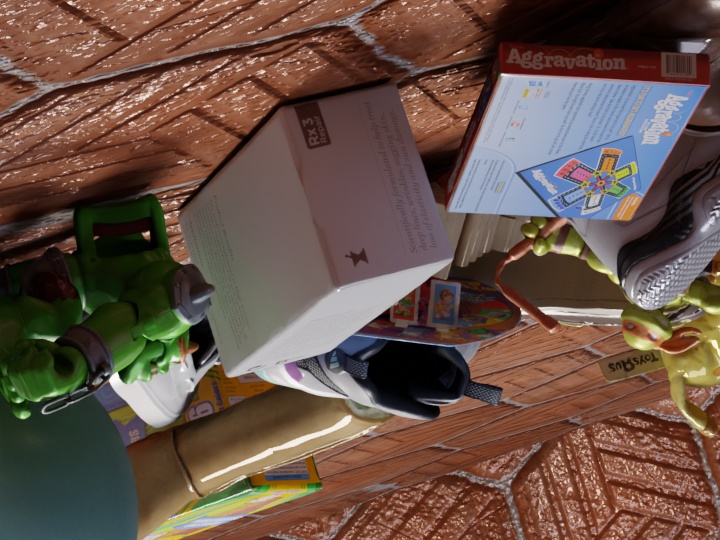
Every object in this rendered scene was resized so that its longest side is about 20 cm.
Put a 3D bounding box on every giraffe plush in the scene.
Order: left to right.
[{"bbox_3d":[0.282,0.005,2.136,0.200,0.173,0.162,-32,168,-35],"label":"giraffe plush"}]

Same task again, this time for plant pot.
[{"bbox_3d":[-0.247,0.135,1.633,0.200,0.201,0.161,-21,166,19],"label":"plant pot"}]

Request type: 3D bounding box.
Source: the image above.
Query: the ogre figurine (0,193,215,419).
[{"bbox_3d":[-0.148,0.020,1.547,0.120,0.098,0.200,-22,178,-15],"label":"ogre figurine"}]

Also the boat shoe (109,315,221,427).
[{"bbox_3d":[-0.123,0.050,1.908,0.068,0.072,0.200,-19,162,4],"label":"boat shoe"}]

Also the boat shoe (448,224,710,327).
[{"bbox_3d":[0.126,0.001,1.862,0.200,0.072,0.060,6,165,31],"label":"boat shoe"}]

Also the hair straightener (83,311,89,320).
[{"bbox_3d":[-0.204,0.028,1.734,0.200,0.041,0.077,-17,151,33],"label":"hair straightener"}]

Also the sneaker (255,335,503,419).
[{"bbox_3d":[0.042,0.057,1.828,0.140,0.078,0.200,17,-165,41],"label":"sneaker"}]

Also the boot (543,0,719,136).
[{"bbox_3d":[0.202,-0.131,1.462,0.186,0.064,0.200,-10,166,-34],"label":"boot"}]

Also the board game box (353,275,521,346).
[{"bbox_3d":[0.000,0.000,1.783,0.199,0.039,0.158,7,-165,7],"label":"board game box"}]

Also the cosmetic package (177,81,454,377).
[{"bbox_3d":[-0.027,-0.018,1.560,0.074,0.102,0.200,-14,172,-24],"label":"cosmetic package"}]

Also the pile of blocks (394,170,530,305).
[{"bbox_3d":[0.039,-0.040,1.734,0.200,0.082,0.062,-19,131,-54],"label":"pile of blocks"}]

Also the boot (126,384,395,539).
[{"bbox_3d":[-0.085,0.116,1.927,0.200,0.066,0.175,-22,-169,27],"label":"boot"}]

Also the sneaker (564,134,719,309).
[{"bbox_3d":[0.178,-0.087,1.641,0.200,0.115,0.075,-55,163,9],"label":"sneaker"}]

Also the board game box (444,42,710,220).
[{"bbox_3d":[0.106,-0.068,1.495,0.103,0.019,0.200,4,162,-5],"label":"board game box"}]

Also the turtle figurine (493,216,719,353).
[{"bbox_3d":[0.190,-0.015,1.710,0.200,0.162,0.064,17,168,9],"label":"turtle figurine"}]

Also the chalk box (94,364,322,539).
[{"bbox_3d":[-0.152,0.131,2.118,0.200,0.124,0.124,-22,170,23],"label":"chalk box"}]
